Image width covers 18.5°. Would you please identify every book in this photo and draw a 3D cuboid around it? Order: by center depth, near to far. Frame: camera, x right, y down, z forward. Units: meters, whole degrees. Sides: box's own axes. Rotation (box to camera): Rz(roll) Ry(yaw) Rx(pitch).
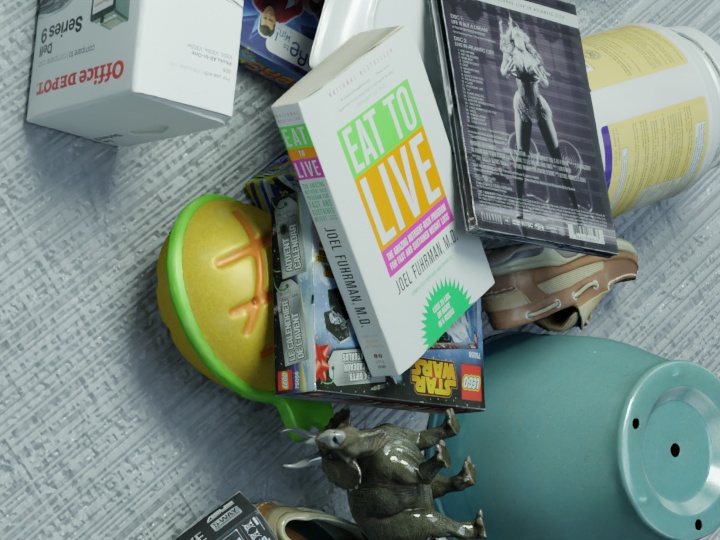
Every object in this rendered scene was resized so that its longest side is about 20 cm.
[{"bbox_3d":[0.015,-0.048,1.501,0.134,0.048,0.201,-43,119,-47],"label":"book"}]

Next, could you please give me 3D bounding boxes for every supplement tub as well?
[{"bbox_3d":[0.195,-0.116,1.755,0.199,0.145,0.147,-18,96,-38],"label":"supplement tub"}]

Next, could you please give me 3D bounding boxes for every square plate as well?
[{"bbox_3d":[0.058,-0.204,1.608,0.199,0.028,0.200,26,76,-46],"label":"square plate"}]

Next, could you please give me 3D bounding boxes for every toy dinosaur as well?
[{"bbox_3d":[0.029,0.157,1.560,0.077,0.102,0.201,-83,153,-49],"label":"toy dinosaur"}]

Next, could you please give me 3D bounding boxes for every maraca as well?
[{"bbox_3d":[-0.071,0.033,1.556,0.200,0.106,0.138,49,44,-33],"label":"maraca"}]

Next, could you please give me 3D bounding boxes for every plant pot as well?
[{"bbox_3d":[0.185,0.142,1.692,0.199,0.187,0.202,5,82,-38],"label":"plant pot"}]

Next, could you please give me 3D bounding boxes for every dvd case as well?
[{"bbox_3d":[0.116,-0.113,1.587,0.148,0.016,0.202,9,66,-41],"label":"dvd case"}]

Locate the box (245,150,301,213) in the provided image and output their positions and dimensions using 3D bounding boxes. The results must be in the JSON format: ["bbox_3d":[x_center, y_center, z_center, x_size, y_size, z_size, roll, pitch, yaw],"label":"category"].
[{"bbox_3d":[0.000,0.000,1.636,0.064,0.070,0.201,-40,109,-35],"label":"box"}]

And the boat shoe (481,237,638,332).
[{"bbox_3d":[0.154,0.014,1.742,0.199,0.075,0.072,-5,86,-48],"label":"boat shoe"}]

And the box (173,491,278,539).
[{"bbox_3d":[-0.087,0.280,1.516,0.157,0.050,0.201,-37,109,-10],"label":"box"}]

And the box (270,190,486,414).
[{"bbox_3d":[0.015,0.026,1.548,0.199,0.040,0.138,11,73,-51],"label":"box"}]

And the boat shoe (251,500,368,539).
[{"bbox_3d":[-0.010,0.225,1.604,0.199,0.068,0.075,28,65,-34],"label":"boat shoe"}]

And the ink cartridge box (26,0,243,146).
[{"bbox_3d":[-0.148,-0.196,1.494,0.084,0.145,0.202,12,77,-37],"label":"ink cartridge box"}]

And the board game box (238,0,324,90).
[{"bbox_3d":[-0.058,-0.212,1.636,0.199,0.034,0.136,26,69,-32],"label":"board game box"}]

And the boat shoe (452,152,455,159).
[{"bbox_3d":[0.051,-0.085,1.696,0.063,0.071,0.202,0,94,-5],"label":"boat shoe"}]
